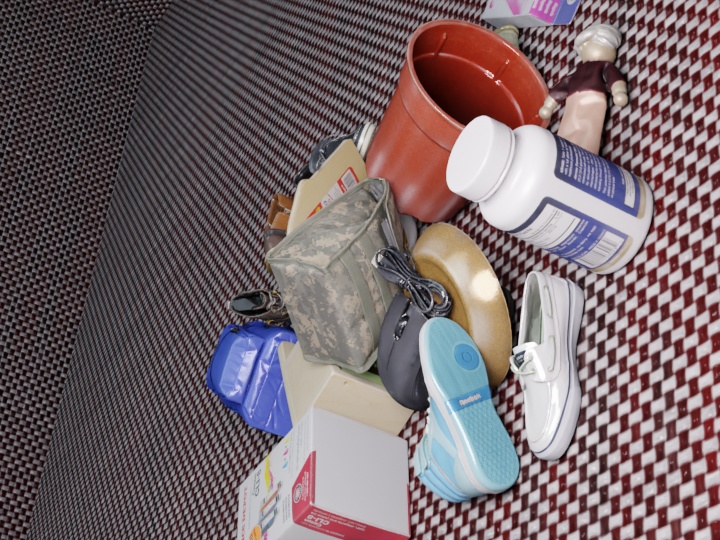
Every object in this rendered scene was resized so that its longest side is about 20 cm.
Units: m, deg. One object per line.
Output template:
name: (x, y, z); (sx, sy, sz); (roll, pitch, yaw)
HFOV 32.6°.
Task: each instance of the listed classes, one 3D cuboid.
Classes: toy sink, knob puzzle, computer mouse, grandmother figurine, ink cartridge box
toy sink: (-0.020, 0.133, 1.631); (0.113, 0.129, 0.201); (-58, 24, 22)
knob puzzle: (-0.036, -0.038, 1.593); (0.030, 0.219, 0.222); (4, 72, 42)
computer mouse: (0.049, 0.083, 1.438); (0.138, 0.052, 0.202); (41, 141, 47)
grandmother figurine: (0.257, -0.194, 1.405); (0.120, 0.060, 0.202); (1, 65, 37)
ink cartridge box: (0.252, -0.421, 1.634); (0.198, 0.043, 0.200); (-68, 21, 0)
ink cartridge box: (-0.049, 0.298, 1.528); (0.200, 0.144, 0.146); (-50, 29, 38)

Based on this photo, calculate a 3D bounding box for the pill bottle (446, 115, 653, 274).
pill bottle: (0.191, -0.081, 1.258); (0.111, 0.199, 0.112); (-47, 30, 39)

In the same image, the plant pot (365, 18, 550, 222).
plant pot: (0.109, -0.177, 1.565); (0.196, 0.199, 0.202); (125, 155, -46)

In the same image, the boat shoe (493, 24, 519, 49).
boat shoe: (0.147, -0.265, 1.700); (0.199, 0.073, 0.063); (-28, 38, 42)

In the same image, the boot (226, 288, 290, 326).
boot: (-0.068, 0.058, 1.707); (0.199, 0.173, 0.070); (-9, 74, 43)

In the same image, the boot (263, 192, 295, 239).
boot: (-0.074, -0.022, 1.854); (0.074, 0.154, 0.201); (-49, 29, 36)

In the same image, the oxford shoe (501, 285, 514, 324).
oxford shoe: (0.122, 0.027, 1.467); (0.073, 0.084, 0.200); (-58, 26, 15)

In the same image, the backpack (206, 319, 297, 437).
backpack: (-0.143, 0.148, 1.849); (0.164, 0.167, 0.200); (-65, 16, -4)

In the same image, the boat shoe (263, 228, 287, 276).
boat shoe: (-0.059, -0.014, 1.734); (0.073, 0.199, 0.065); (-31, 58, 26)

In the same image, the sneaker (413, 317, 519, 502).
sneaker: (0.089, 0.163, 1.356); (0.131, 0.079, 0.202); (-43, 60, 52)

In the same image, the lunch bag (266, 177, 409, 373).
lunch bag: (0.000, 0.000, 1.527); (0.117, 0.165, 0.200); (9, 40, 37)

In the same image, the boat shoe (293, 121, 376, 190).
boat shoe: (-0.038, -0.149, 1.700); (0.200, 0.062, 0.075); (-40, 22, 58)

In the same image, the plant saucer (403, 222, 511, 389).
plant saucer: (0.101, 0.047, 1.414); (0.200, 0.035, 0.202); (43, 142, 46)

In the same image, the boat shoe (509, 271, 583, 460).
boat shoe: (0.185, 0.096, 1.284); (0.073, 0.066, 0.202); (-37, 38, 51)

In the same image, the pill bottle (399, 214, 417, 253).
pill bottle: (0.004, -0.081, 1.792); (0.111, 0.110, 0.200); (-62, 23, 14)
